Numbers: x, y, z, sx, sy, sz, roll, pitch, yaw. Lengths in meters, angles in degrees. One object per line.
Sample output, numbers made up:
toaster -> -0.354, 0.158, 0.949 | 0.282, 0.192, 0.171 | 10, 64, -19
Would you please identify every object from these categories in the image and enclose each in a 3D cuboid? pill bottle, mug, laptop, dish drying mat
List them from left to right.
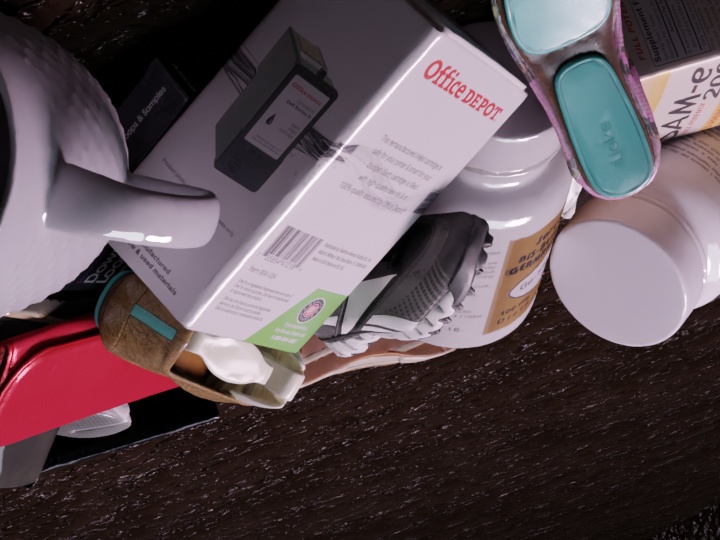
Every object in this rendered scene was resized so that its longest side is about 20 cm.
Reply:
mug -> -0.161, -0.043, 0.931 | 0.198, 0.149, 0.175 | 13, -177, 17
laptop -> -0.205, 0.109, 1.510 | 0.176, 0.200, 0.104 | -17, 127, -11
dish drying mat -> -0.140, 0.051, 1.155 | 0.199, 0.018, 0.077 | -18, 139, -53
pill bottle -> 0.069, -0.052, 1.240 | 0.114, 0.115, 0.201 | -14, 148, -17
pill bottle -> 0.208, -0.045, 1.324 | 0.113, 0.113, 0.200 | -37, -173, 47

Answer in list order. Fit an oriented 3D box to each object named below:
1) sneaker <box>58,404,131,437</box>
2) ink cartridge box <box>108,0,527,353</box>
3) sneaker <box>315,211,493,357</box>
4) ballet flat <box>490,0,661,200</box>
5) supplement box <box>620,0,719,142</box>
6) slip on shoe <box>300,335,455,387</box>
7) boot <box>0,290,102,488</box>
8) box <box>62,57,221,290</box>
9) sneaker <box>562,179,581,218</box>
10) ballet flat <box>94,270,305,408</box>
sneaker -> -0.245, 0.055, 1.366 | 0.199, 0.081, 0.070 | 17, 153, -33
ink cartridge box -> -0.023, -0.061, 1.077 | 0.200, 0.084, 0.145 | -48, 158, 9
sneaker -> 0.000, 0.000, 1.185 | 0.090, 0.067, 0.200 | 27, 157, -19
ballet flat -> 0.111, -0.130, 1.098 | 0.069, 0.071, 0.201 | -22, 123, 6
supplement box -> 0.213, -0.140, 1.235 | 0.198, 0.074, 0.126 | -17, 163, -9
slip on shoe -> -0.004, 0.032, 1.349 | 0.199, 0.077, 0.060 | -20, -160, -31
boot -> -0.217, 0.059, 1.120 | 0.199, 0.077, 0.139 | 14, 107, -51
box -> -0.092, -0.048, 1.146 | 0.143, 0.036, 0.200 | -49, 156, 20
sneaker -> 0.185, -0.054, 1.457 | 0.199, 0.089, 0.075 | -9, 162, -32
ballet flat -> -0.074, 0.046, 1.156 | 0.068, 0.072, 0.200 | -61, 153, -1
